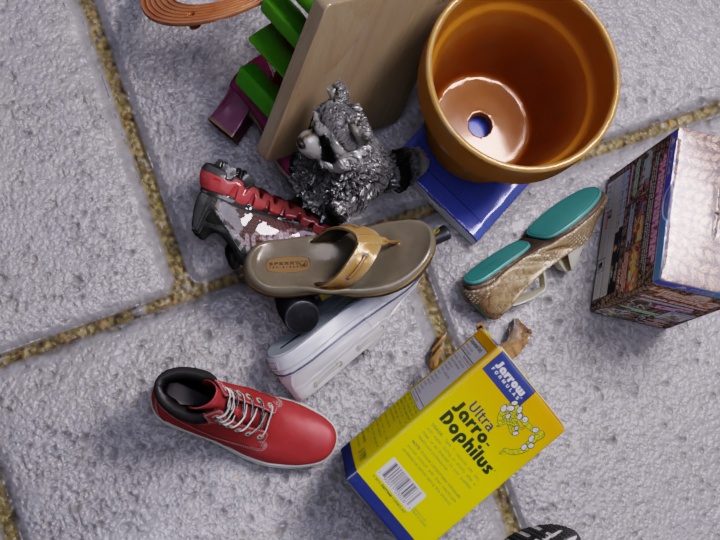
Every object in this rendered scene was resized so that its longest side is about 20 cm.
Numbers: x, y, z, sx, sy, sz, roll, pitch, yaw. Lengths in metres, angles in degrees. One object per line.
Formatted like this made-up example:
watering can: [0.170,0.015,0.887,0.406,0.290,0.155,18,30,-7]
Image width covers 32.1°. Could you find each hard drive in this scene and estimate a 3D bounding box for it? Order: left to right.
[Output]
hard drive: [0.145,-0.147,1.404,0.132,0.025,0.200,43,75,0]

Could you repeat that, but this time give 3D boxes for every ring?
ring: [-0.138,-0.310,1.322,0.199,0.200,0.019,-32,130,-14]

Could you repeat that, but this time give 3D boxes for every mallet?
mallet: [0.000,0.000,1.307,0.198,0.066,0.042,-29,116,-11]

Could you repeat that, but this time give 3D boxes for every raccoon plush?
raccoon plush: [0.008,-0.139,1.266,0.097,0.135,0.199,43,45,14]

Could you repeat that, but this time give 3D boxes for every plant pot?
plant pot: [0.146,-0.175,1.301,0.197,0.183,0.203,2,78,-9]

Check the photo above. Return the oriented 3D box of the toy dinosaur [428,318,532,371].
toy dinosaur: [0.114,0.122,1.329,0.106,0.060,0.201,37,75,-3]

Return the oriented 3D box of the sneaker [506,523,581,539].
sneaker: [0.151,0.339,1.298,0.199,0.074,0.081,-33,101,-10]

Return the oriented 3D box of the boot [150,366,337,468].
boot: [-0.111,0.146,1.239,0.197,0.144,0.073,17,76,-8]

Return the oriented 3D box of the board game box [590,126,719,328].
board game box: [0.332,-0.039,1.328,0.096,0.200,0.162,12,78,-8]

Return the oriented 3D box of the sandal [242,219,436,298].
sandal: [-0.020,-0.016,1.251,0.197,0.054,0.081,-5,61,-3]

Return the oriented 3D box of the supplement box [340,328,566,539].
supplement box: [0.090,0.170,1.256,0.200,0.109,0.110,-41,98,2]

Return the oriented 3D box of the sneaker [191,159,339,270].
sneaker: [-0.091,-0.036,1.318,0.199,0.071,0.099,24,94,-17]

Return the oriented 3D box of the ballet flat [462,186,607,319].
ballet flat: [0.199,-0.015,1.378,0.199,0.070,0.066,-34,113,-12]

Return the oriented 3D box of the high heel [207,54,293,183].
high heel: [-0.062,-0.144,1.340,0.199,0.067,0.097,37,86,2]

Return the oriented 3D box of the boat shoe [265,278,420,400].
boat shoe: [-0.009,0.059,1.323,0.199,0.073,0.067,-35,114,-13]

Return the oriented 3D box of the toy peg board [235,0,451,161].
toy peg board: [-0.023,-0.238,1.285,0.198,0.201,0.098,-23,62,-40]
